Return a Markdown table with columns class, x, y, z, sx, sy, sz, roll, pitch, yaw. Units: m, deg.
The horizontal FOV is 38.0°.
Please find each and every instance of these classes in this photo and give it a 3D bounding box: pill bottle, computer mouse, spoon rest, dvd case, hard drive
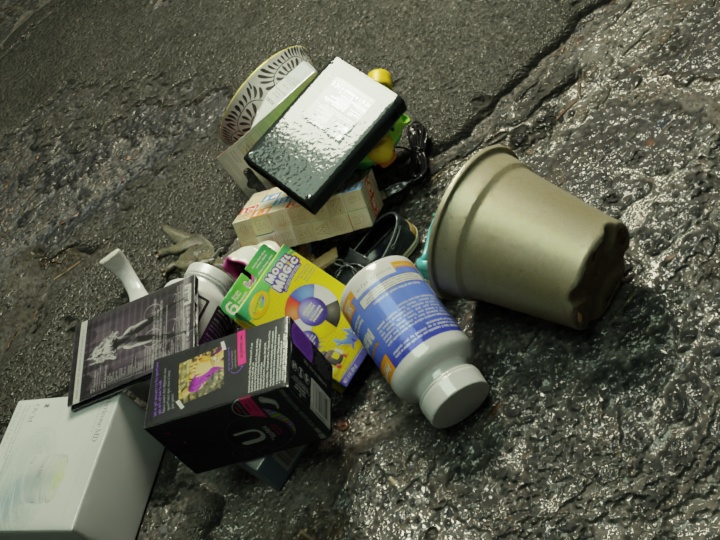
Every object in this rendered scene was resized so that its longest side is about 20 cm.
| class | x | y | z | sx | sy | sz | roll | pitch | yaw |
| --- | --- | --- | --- | --- | --- | --- | --- | --- | --- |
| pill bottle | 0.067 | 0.088 | 1.267 | 0.112 | 0.112 | 0.201 | -36 | 58 | 2 |
| computer mouse | 0.015 | -0.142 | 1.569 | 0.198 | 0.046 | 0.141 | -16 | 46 | 11 |
| spoon rest | -0.352 | 0.057 | 1.645 | 0.099 | 0.061 | 0.201 | -34 | 56 | 6 |
| dvd case | -0.309 | 0.098 | 1.431 | 0.198 | 0.016 | 0.150 | -22 | 44 | 13 |
| hard drive | -0.050 | -0.191 | 1.454 | 0.139 | 0.033 | 0.200 | 36 | 80 | 27 |
| pill bottle | -0.255 | 0.092 | 1.497 | 0.111 | 0.113 | 0.201 | 3 | 56 | 35 |

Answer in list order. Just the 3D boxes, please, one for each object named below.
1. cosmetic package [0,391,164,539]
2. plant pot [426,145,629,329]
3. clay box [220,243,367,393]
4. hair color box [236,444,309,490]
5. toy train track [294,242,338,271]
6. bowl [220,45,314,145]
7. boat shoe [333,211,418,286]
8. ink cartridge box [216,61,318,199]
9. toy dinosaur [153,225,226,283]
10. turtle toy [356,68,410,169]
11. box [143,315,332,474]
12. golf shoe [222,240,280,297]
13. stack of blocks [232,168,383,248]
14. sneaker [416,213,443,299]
| class | x | y | z | sx | sy | sz | roll | pitch | yaw |
| --- | --- | --- | --- | --- | --- | --- | --- | --- | --- |
| cosmetic package | -0.395 | 0.285 | 1.421 | 0.198 | 0.123 | 0.201 | -8 | 51 | 27 |
| plant pot | 0.210 | -0.026 | 1.244 | 0.182 | 0.201 | 0.201 | 25 | 70 | 33 |
| clay box | -0.074 | 0.056 | 1.367 | 0.199 | 0.048 | 0.115 | 33 | 71 | 1 |
| hair color box | -0.156 | 0.198 | 1.378 | 0.199 | 0.061 | 0.099 | 20 | 67 | 42 |
| toy train track | -0.076 | -0.014 | 1.525 | 0.114 | 0.033 | 0.201 | -32 | 35 | 16 |
| bowl | -0.123 | -0.251 | 1.682 | 0.094 | 0.201 | 0.201 | 44 | 83 | 12 |
| boat shoe | 0.000 | 0.000 | 1.441 | 0.200 | 0.062 | 0.074 | -48 | 45 | -9 |
| ink cartridge box | -0.113 | -0.196 | 1.610 | 0.200 | 0.160 | 0.047 | -41 | 44 | -3 |
| toy dinosaur | -0.265 | -0.016 | 1.640 | 0.101 | 0.078 | 0.200 | -21 | 28 | -9 |
| turtle toy | -0.022 | -0.202 | 1.528 | 0.198 | 0.101 | 0.147 | -6 | 64 | 14 |
| box | -0.145 | 0.155 | 1.273 | 0.198 | 0.123 | 0.107 | -18 | 45 | 19 |
| golf shoe | -0.124 | 0.054 | 1.420 | 0.075 | 0.091 | 0.201 | -48 | 60 | 42 |
| stack of blocks | -0.072 | -0.088 | 1.505 | 0.198 | 0.059 | 0.115 | -13 | 22 | 18 |
| sneaker | 0.134 | -0.059 | 1.387 | 0.077 | 0.080 | 0.201 | 6 | 58 | 37 |
